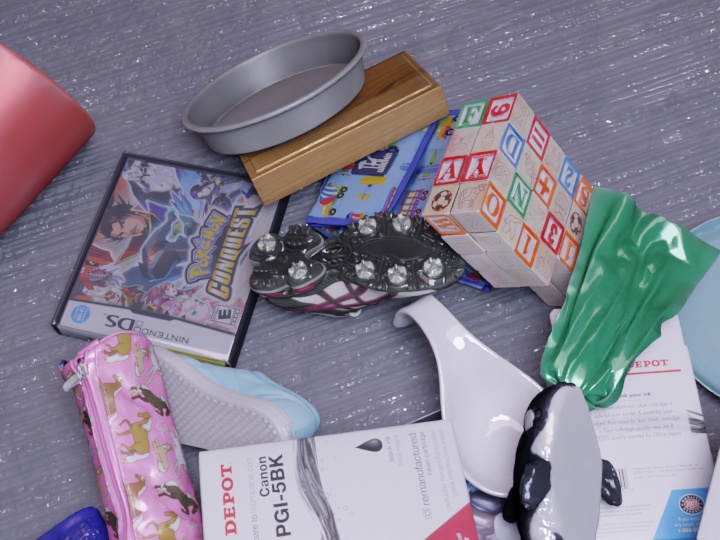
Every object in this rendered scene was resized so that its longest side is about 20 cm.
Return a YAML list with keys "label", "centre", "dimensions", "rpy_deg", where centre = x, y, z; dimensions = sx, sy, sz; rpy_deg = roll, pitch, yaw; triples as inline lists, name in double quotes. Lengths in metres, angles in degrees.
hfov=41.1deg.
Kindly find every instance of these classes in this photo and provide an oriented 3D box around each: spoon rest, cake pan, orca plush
- label: "spoon rest"
  centre: [0.093, 0.097, 0.798]
  dimensions: [0.099, 0.061, 0.200]
  rpy_deg: [-30, 61, -12]
- label: "cake pan"
  centre: [-0.080, -0.177, 0.951]
  dimensions: [0.199, 0.037, 0.201]
  rpy_deg: [-19, 30, 11]
- label: "orca plush"
  centre: [0.145, 0.189, 0.729]
  dimensions: [0.105, 0.071, 0.202]
  rpy_deg: [-16, 91, -39]

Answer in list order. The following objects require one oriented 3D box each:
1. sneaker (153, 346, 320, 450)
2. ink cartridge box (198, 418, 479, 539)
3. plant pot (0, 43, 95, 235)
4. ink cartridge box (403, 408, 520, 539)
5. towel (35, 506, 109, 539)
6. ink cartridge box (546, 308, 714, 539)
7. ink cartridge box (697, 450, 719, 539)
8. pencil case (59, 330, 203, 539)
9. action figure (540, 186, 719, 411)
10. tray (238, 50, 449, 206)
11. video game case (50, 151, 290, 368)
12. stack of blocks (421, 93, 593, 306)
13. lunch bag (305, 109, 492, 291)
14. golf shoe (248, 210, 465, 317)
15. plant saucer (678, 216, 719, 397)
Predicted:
- label: "sneaker"
  centre: [-0.123, 0.116, 0.853]
  dimensions: [0.199, 0.082, 0.075]
  rpy_deg: [23, 108, 29]
- label: "ink cartridge box"
  centre: [-0.017, 0.204, 0.716]
  dimensions: [0.198, 0.083, 0.148]
  rpy_deg: [-7, 56, -7]
- label: "plant pot"
  centre: [-0.385, -0.119, 0.918]
  dimensions: [0.199, 0.201, 0.178]
  rpy_deg: [26, 77, 16]
- label: "ink cartridge box"
  centre: [0.061, 0.223, 0.790]
  dimensions: [0.199, 0.043, 0.199]
  rpy_deg: [-23, 64, -6]
- label: "towel"
  centre: [-0.232, 0.311, 0.765]
  dimensions: [0.147, 0.050, 0.201]
  rpy_deg: [-32, 64, -8]
- label: "ink cartridge box"
  centre: [0.224, 0.133, 0.811]
  dimensions: [0.115, 0.068, 0.202]
  rpy_deg: [-4, 64, 2]
- label: "ink cartridge box"
  centre: [0.311, 0.172, 0.705]
  dimensions: [0.067, 0.200, 0.117]
  rpy_deg: [2, 58, 42]
- label: "pencil case"
  centre: [-0.185, 0.154, 0.782]
  dimensions: [0.086, 0.083, 0.201]
  rpy_deg: [-9, 69, -33]
- label: "action figure"
  centre: [0.203, 0.041, 0.788]
  dimensions: [0.117, 0.055, 0.201]
  rpy_deg: [27, 71, 12]
- label: "tray"
  centre: [-0.023, -0.143, 0.940]
  dimensions: [0.199, 0.037, 0.099]
  rpy_deg: [-26, 38, -4]
- label: "video game case"
  centre: [-0.180, -0.014, 0.934]
  dimensions: [0.179, 0.026, 0.201]
  rpy_deg: [11, 65, 9]
- label: "stack of blocks"
  centre: [0.147, -0.043, 0.833]
  dimensions: [0.058, 0.200, 0.116]
  rpy_deg: [-2, 58, 43]
- label: "lunch bag"
  centre: [0.051, -0.083, 0.933]
  dimensions: [0.198, 0.094, 0.151]
  rpy_deg: [11, 62, 25]
- label: "golf shoe"
  centre: [0.000, 0.000, 0.863]
  dimensions: [0.198, 0.088, 0.078]
  rpy_deg: [-1, 60, 17]
- label: "plant saucer"
  centre: [0.368, 0.040, 0.872]
  dimensions: [0.198, 0.027, 0.202]
  rpy_deg: [-1, 63, 2]
